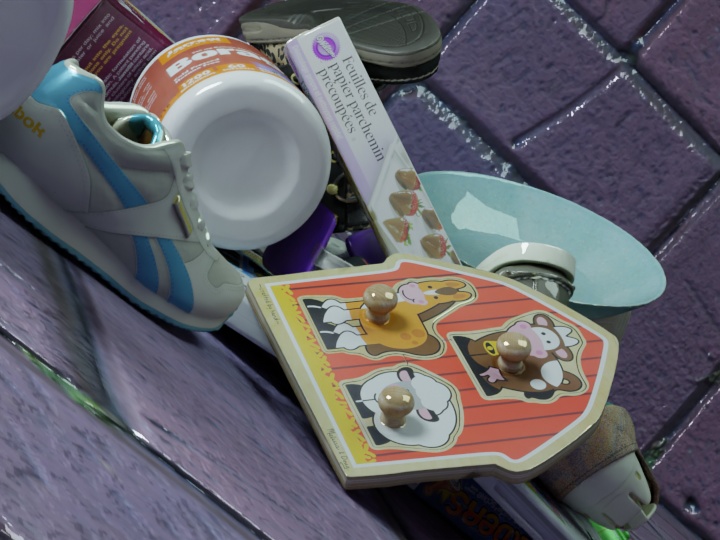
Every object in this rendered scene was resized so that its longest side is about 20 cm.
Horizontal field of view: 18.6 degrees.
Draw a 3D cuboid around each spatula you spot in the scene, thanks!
[{"bbox_3d":[0.004,0.009,1.341,0.021,0.057,0.200,20,10,-48],"label":"spatula"},{"bbox_3d":[0.000,0.000,1.505,0.057,0.020,0.200,62,11,3],"label":"spatula"}]

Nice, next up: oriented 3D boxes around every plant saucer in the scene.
[{"bbox_3d":[0.115,-0.009,1.546,0.200,0.039,0.201,16,22,-7],"label":"plant saucer"}]

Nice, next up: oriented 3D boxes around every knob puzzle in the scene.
[{"bbox_3d":[0.056,0.044,1.242,0.218,0.031,0.220,7,35,-5],"label":"knob puzzle"}]

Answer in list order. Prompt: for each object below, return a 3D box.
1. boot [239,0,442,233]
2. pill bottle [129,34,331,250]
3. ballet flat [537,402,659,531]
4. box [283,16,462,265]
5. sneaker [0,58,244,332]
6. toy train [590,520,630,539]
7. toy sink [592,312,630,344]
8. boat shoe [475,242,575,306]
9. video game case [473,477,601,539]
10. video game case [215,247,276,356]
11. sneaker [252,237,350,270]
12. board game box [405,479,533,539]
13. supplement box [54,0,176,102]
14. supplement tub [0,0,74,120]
[{"bbox_3d":[-0.005,-0.102,1.482,0.200,0.073,0.151,15,-59,51],"label":"boot"},{"bbox_3d":[-0.091,-0.091,1.423,0.112,0.112,0.200,40,4,-20],"label":"pill bottle"},{"bbox_3d":[0.151,0.124,1.336,0.067,0.068,0.200,57,10,18],"label":"ballet flat"},{"bbox_3d":[0.013,-0.060,1.378,0.201,0.039,0.041,64,-6,-3],"label":"box"},{"bbox_3d":[-0.115,-0.034,1.157,0.076,0.081,0.200,42,1,41],"label":"sneaker"},{"bbox_3d":[0.172,0.199,1.466,0.200,0.042,0.056,57,-3,19],"label":"toy train"},{"bbox_3d":[0.092,0.082,1.633,0.112,0.201,0.130,3,28,-33],"label":"toy sink"},{"bbox_3d":[0.080,0.048,1.449,0.072,0.061,0.202,13,-28,-17],"label":"boat shoe"},{"bbox_3d":[0.083,0.111,1.343,0.182,0.022,0.200,46,6,-24],"label":"video game case"},{"bbox_3d":[-0.047,0.028,1.370,0.200,0.024,0.182,33,7,-7],"label":"video game case"},{"bbox_3d":[-0.052,0.010,1.538,0.200,0.075,0.089,28,16,-33],"label":"sneaker"},{"bbox_3d":[0.062,0.132,1.459,0.135,0.034,0.200,40,3,-15],"label":"board game box"},{"bbox_3d":[-0.197,-0.150,1.552,0.131,0.103,0.200,44,4,30],"label":"supplement box"},{"bbox_3d":[-0.232,-0.159,1.036,0.200,0.123,0.122,45,4,36],"label":"supplement tub"}]
